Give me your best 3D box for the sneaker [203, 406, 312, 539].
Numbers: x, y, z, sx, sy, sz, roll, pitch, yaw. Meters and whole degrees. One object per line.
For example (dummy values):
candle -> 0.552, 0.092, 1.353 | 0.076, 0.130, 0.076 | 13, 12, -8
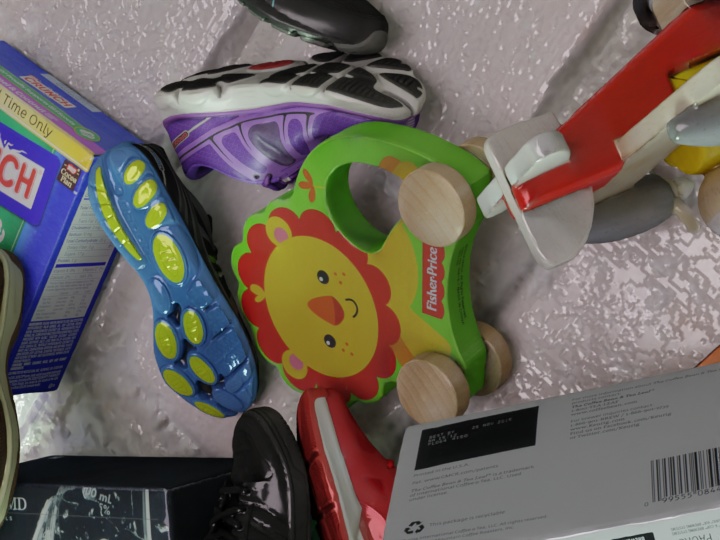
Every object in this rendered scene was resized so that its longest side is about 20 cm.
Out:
sneaker -> -0.082, 0.190, 1.070 | 0.060, 0.103, 0.202 | -13, 84, 59

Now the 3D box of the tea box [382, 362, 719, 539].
tea box -> 0.135, 0.179, 0.932 | 0.198, 0.134, 0.198 | -13, 116, 16

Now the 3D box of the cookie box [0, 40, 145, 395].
cookie box -> -0.260, -0.039, 1.238 | 0.171, 0.075, 0.201 | 35, 110, 25

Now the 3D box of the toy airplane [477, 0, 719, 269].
toy airplane -> 0.161, -0.065, 0.920 | 0.141, 0.200, 0.199 | 45, 114, 1

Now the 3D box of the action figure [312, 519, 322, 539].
action figure -> -0.012, 0.241, 1.119 | 0.118, 0.054, 0.202 | 120, 139, -66

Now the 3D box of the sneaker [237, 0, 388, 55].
sneaker -> -0.056, -0.208, 1.103 | 0.200, 0.075, 0.080 | 37, 109, 22

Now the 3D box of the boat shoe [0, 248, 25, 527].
boat shoe -> -0.273, 0.080, 1.142 | 0.074, 0.075, 0.204 | -9, 75, 29

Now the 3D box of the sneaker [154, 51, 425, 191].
sneaker -> -0.041, -0.093, 1.118 | 0.199, 0.081, 0.084 | 0, 112, 37

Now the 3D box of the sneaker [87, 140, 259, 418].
sneaker -> -0.114, 0.004, 1.160 | 0.070, 0.083, 0.201 | -19, 101, 24

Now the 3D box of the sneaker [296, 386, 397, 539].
sneaker -> 0.037, 0.157, 1.082 | 0.115, 0.078, 0.201 | -16, 80, -14

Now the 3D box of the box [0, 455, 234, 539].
box -> -0.166, 0.233, 1.185 | 0.199, 0.124, 0.199 | -3, 91, 31

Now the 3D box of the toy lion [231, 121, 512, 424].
toy lion -> 0.000, 0.000, 1.076 | 0.191, 0.069, 0.202 | 20, 124, 31

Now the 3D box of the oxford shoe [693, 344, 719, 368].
oxford shoe -> 0.173, 0.131, 1.004 | 0.073, 0.071, 0.200 | 46, 115, 14
